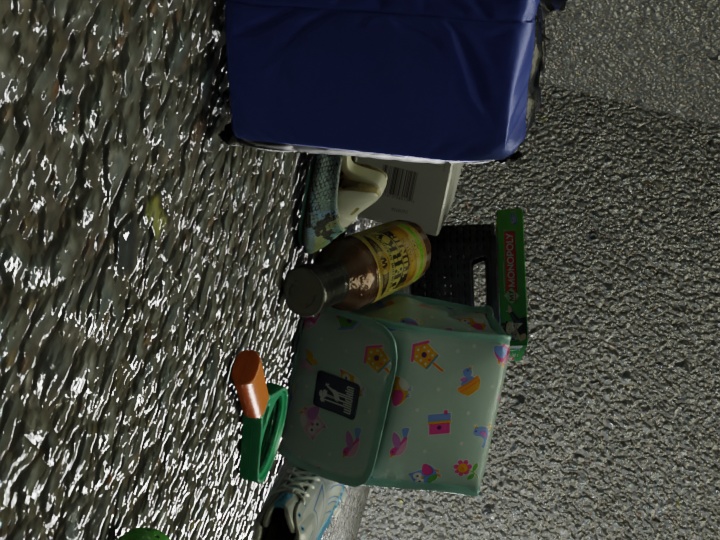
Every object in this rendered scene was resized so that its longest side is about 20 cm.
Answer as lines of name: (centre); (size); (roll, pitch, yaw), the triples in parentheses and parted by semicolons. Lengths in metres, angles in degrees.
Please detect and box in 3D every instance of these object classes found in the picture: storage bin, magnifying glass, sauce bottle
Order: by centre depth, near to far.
magnifying glass: (-0.078, 0.109, 0.703); (0.201, 0.022, 0.081); (88, 17, -63)
sauce bottle: (0.000, 0.000, 0.802); (0.199, 0.064, 0.066); (-26, 132, -60)
storage bin: (0.111, 0.021, 1.052); (0.200, 0.091, 0.139); (11, 77, -83)

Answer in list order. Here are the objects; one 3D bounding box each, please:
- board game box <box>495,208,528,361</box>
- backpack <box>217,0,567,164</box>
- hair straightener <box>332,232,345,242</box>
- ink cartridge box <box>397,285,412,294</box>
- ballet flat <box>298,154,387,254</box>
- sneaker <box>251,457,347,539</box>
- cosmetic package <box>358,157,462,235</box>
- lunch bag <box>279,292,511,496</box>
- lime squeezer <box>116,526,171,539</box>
board game box: (0.163, 0.023, 0.994); (0.200, 0.028, 0.138); (53, 35, -77)
backpack: (0.031, -0.154, 0.490); (0.200, 0.159, 0.171); (-58, 158, -66)
hair straightener: (-0.010, 0.058, 0.918); (0.041, 0.075, 0.205); (-24, 127, -83)
ink cartridge box: (0.022, 0.078, 1.018); (0.146, 0.083, 0.205); (-5, 95, -83)
ballet flat: (-0.008, -0.088, 0.694); (0.075, 0.073, 0.203); (-68, 170, -48)
sneaker: (-0.061, 0.229, 0.885); (0.088, 0.073, 0.203); (81, 20, -51)
cosmetic package: (0.055, -0.109, 1.006); (0.200, 0.105, 0.087); (-49, 151, -73)
lunch bag: (0.028, 0.111, 0.867); (0.122, 0.195, 0.174); (-115, -146, -71)
lime squeezer: (-0.123, 0.166, 0.437); (0.071, 0.038, 0.200); (-46, -175, 20)
